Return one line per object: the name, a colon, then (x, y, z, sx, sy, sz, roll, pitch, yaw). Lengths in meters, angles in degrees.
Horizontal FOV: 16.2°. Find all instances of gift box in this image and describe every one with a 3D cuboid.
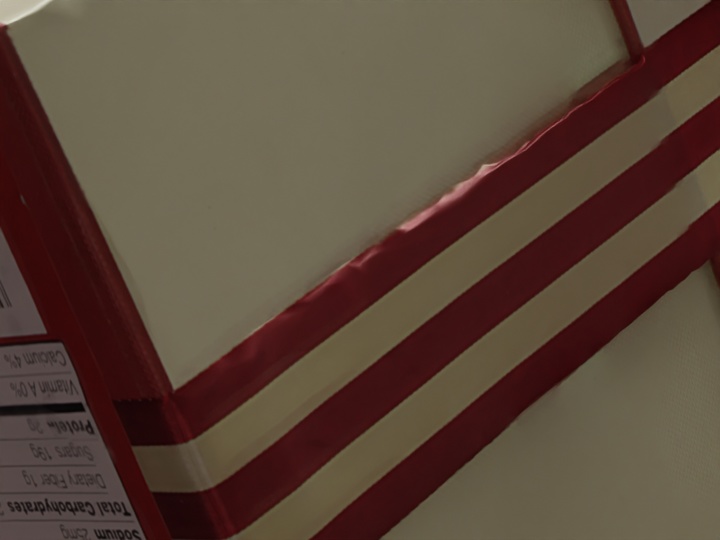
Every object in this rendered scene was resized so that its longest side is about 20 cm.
gift box: (-0.018, -0.014, 0.483, 0.184, 0.201, 0.187, -1, 25, 44)
